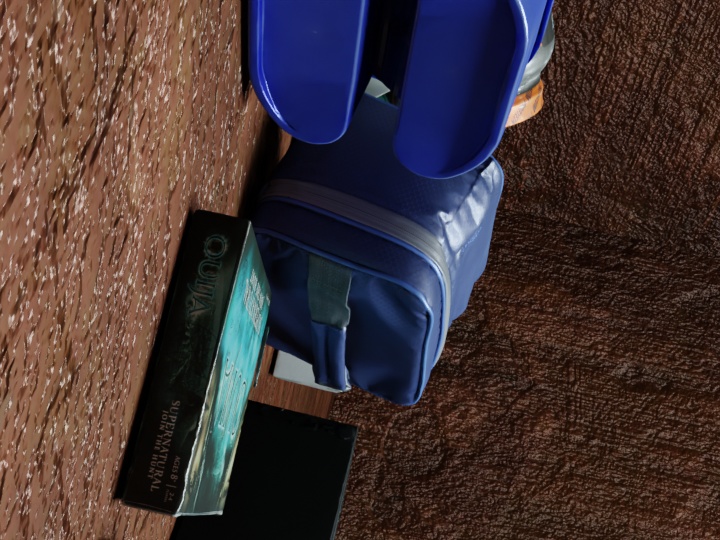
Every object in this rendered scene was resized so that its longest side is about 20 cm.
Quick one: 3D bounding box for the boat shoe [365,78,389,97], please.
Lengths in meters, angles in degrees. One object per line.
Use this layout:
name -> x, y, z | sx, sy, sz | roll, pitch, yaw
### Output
boat shoe -> -0.010, -0.142, 0.776 | 0.200, 0.071, 0.064 | 137, -33, -79

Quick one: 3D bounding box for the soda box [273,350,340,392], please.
soda box -> -0.027, 0.011, 1.162 | 0.063, 0.068, 0.201 | 94, 9, -85

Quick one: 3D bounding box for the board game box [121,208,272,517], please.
board game box -> -0.077, 0.058, 0.635 | 0.200, 0.028, 0.136 | 93, 10, -79

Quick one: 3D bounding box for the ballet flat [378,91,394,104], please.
ballet flat -> -0.005, -0.138, 0.923 | 0.067, 0.068, 0.201 | 143, -38, -82

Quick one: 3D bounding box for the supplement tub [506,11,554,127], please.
supplement tub -> 0.065, -0.200, 0.833 | 0.123, 0.122, 0.200 | -73, 155, -63

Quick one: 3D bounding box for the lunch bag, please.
lunch bag -> 0.000, 0.000, 0.792 | 0.132, 0.136, 0.200 | -60, 166, -26

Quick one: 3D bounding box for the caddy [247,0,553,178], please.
caddy -> 0.022, -0.138, 0.592 | 0.200, 0.141, 0.105 | 101, 8, -60

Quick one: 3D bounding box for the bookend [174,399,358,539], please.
bookend -> -0.076, 0.224, 0.805 | 0.199, 0.092, 0.200 | 101, 4, -48

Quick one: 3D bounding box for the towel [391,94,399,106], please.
towel -> 0.018, -0.169, 0.993 | 0.147, 0.024, 0.201 | 127, -32, -59
